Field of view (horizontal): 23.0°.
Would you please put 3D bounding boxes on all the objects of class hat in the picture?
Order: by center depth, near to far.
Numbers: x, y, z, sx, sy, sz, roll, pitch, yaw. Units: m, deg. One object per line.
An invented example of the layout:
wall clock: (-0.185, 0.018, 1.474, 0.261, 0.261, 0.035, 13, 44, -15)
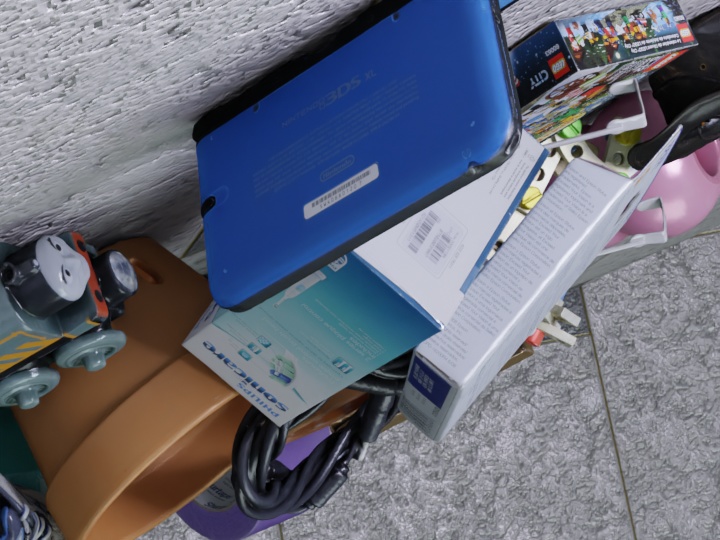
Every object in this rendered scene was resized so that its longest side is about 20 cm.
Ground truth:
hat: (0.276, -0.151, 1.309, 0.200, 0.081, 0.201, -23, 169, -5)

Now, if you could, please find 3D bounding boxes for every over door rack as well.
over door rack: (0.117, -0.028, 1.198, 0.199, 0.067, 0.148, -24, 143, 0)

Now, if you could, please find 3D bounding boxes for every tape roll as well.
tape roll: (-0.125, 0.157, 1.723, 0.085, 0.201, 0.200, -18, 171, -40)

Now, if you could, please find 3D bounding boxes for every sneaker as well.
sneaker: (-0.239, 0.173, 1.156, 0.077, 0.200, 0.085, -49, -150, -6)

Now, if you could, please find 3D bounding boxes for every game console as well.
game console: (0.021, -0.075, 0.923, 0.199, 0.172, 0.118, -29, 144, 33)

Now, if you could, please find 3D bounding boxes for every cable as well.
cable: (-0.018, 0.105, 1.190, 0.163, 0.051, 0.200, -36, 159, -4)

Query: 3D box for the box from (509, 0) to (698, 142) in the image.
box: (0.114, -0.116, 1.202, 0.136, 0.038, 0.200, -17, 169, -44)

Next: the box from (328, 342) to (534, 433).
box: (0.063, 0.095, 1.438, 0.163, 0.021, 0.200, -28, 174, 5)

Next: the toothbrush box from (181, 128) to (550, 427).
toothbrush box: (-0.001, -0.011, 1.034, 0.200, 0.085, 0.147, -34, -161, 53)

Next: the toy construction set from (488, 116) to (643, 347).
toy construction set: (0.141, -0.040, 1.355, 0.092, 0.131, 0.201, -25, -141, 65)

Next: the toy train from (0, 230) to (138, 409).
toy train: (-0.230, 0.041, 1.058, 0.199, 0.086, 0.114, -27, 163, 19)

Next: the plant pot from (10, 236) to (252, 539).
plant pot: (-0.149, 0.074, 1.175, 0.200, 0.140, 0.200, -39, 167, -11)

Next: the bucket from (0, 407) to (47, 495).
bucket: (-0.283, 0.174, 1.293, 0.206, 0.136, 0.207, 6, -163, -2)

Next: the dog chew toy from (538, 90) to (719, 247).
dog chew toy: (0.206, -0.074, 1.503, 0.199, 0.125, 0.124, -20, 176, 34)

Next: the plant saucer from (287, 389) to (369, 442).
plant saucer: (0.014, 0.077, 1.371, 0.199, 0.038, 0.200, -26, 172, -4)

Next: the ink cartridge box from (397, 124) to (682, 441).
ink cartridge box: (0.101, 0.004, 1.061, 0.200, 0.043, 0.196, -50, 172, -12)
